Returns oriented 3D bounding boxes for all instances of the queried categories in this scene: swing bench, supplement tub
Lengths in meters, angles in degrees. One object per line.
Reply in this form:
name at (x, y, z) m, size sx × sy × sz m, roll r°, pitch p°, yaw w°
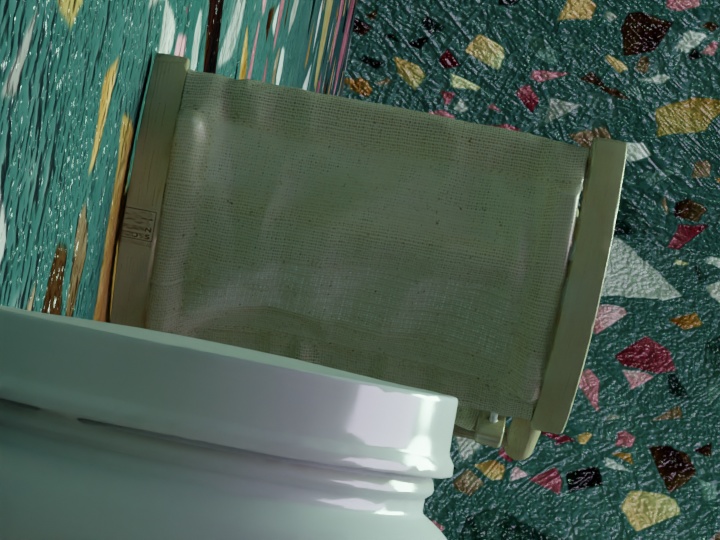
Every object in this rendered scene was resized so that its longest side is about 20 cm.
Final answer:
swing bench at (0.000, 0.000, 1.021) m, size 0.200 × 0.198 × 0.131 m, roll 92°, pitch 9°, yaw -84°
supplement tub at (-0.054, 0.116, 0.547) m, size 0.144 × 0.143 × 0.201 m, roll 85°, pitch 17°, yaw -88°
